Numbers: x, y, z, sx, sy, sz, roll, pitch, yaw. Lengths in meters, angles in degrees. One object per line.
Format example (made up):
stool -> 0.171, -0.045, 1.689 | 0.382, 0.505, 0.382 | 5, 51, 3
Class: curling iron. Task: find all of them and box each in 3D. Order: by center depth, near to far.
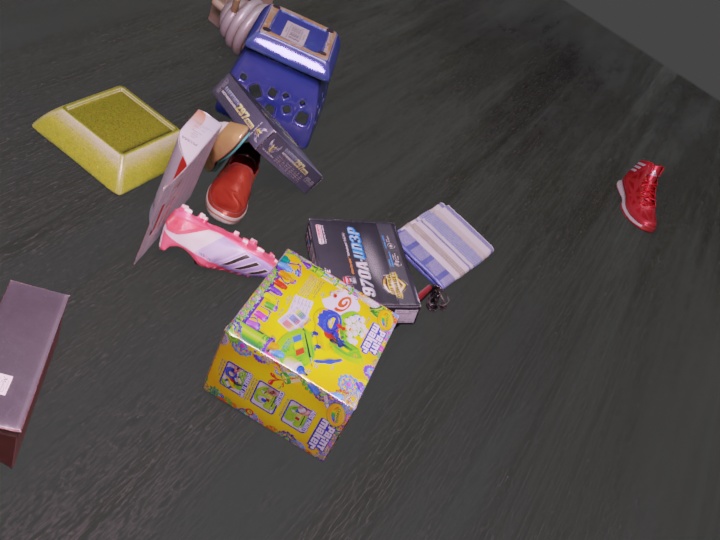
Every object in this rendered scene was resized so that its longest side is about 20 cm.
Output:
curling iron -> 0.084, 0.070, 1.281 | 0.049, 0.026, 0.199 | 41, 40, 19

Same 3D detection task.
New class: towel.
towel -> 0.153, -0.048, 1.458 | 0.147, 0.024, 0.199 | 43, 42, 14

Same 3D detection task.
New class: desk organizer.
desk organizer -> -0.398, 0.115, 0.893 | 0.071, 0.078, 0.202 | 16, 40, -15

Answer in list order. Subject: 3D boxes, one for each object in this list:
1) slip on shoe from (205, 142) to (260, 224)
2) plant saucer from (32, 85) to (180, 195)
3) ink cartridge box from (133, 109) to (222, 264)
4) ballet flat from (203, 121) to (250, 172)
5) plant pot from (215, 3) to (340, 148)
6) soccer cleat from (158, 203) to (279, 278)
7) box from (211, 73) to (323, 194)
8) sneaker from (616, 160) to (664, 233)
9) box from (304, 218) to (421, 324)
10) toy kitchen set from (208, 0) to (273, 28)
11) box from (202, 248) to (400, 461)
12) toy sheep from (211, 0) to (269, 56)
slip on shoe -> -0.211, -0.150, 1.315 | 0.073, 0.062, 0.202 | 24, 40, -9
plant saucer -> -0.401, -0.234, 1.299 | 0.199, 0.048, 0.200 | 37, 39, 10
ink cartridge box -> -0.287, -0.126, 1.160 | 0.050, 0.163, 0.201 | 31, 38, -4
ballet flat -> -0.236, -0.206, 1.269 | 0.063, 0.199, 0.069 | 42, 68, -13
plant pot -> -0.148, -0.389, 1.519 | 0.197, 0.181, 0.202 | 22, 38, -9
soccer cleat -> -0.209, -0.026, 1.188 | 0.198, 0.077, 0.067 | 30, 5, -25
box -> -0.159, -0.235, 1.363 | 0.158, 0.051, 0.200 | 53, 7, 27
sneaker -> 0.680, -0.191, 1.863 | 0.077, 0.116, 0.202 | 13, 41, -18
box -> 0.000, 0.000, 1.273 | 0.156, 0.046, 0.202 | 2, 44, -16
toy kitchen set -> -0.299, -0.685, 1.763 | 0.200, 0.164, 0.180 | 42, 40, 17
box -> -0.075, 0.109, 1.063 | 0.191, 0.123, 0.201 | 30, 38, 2
toy sheep -> -0.231, -0.510, 1.640 | 0.200, 0.138, 0.138 | 42, 39, 3
